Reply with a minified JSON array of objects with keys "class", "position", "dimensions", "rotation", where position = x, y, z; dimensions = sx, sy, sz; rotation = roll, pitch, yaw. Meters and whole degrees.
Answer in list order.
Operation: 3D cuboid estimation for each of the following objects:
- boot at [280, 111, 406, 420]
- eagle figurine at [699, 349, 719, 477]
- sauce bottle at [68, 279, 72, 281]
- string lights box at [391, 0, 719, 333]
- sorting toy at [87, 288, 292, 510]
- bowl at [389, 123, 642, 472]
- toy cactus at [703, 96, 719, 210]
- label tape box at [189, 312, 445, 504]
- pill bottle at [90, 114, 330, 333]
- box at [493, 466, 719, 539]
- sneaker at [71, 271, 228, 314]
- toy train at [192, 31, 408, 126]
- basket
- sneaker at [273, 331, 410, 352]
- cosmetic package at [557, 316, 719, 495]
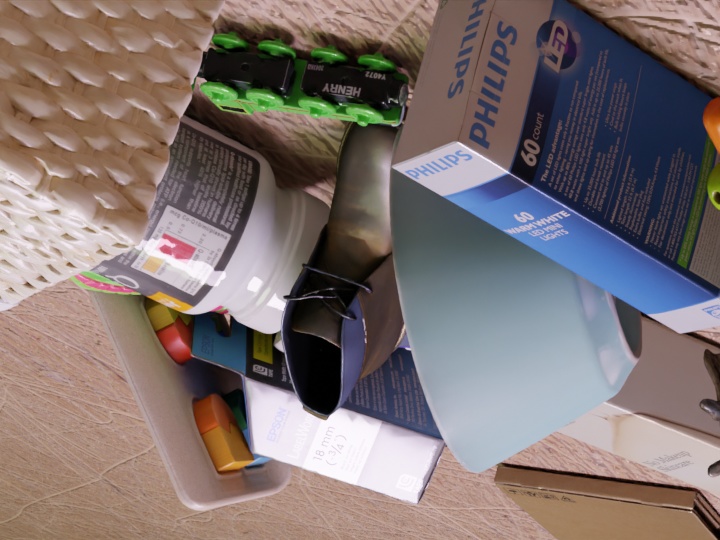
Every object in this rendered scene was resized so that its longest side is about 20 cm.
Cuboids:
[{"class":"boot","position":[0.000,0.000,1.083],"dimensions":[0.074,0.097,0.201],"rotation":[18,135,16]},{"class":"eagle figurine","position":[0.284,0.066,0.948],"dimensions":[0.198,0.152,0.153],"rotation":[-12,128,20]},{"class":"sauce bottle","position":[-0.261,-0.038,1.330],"dimensions":[0.198,0.065,0.065],"rotation":[16,160,9]},{"class":"string lights box","position":[0.120,-0.058,0.907],"dimensions":[0.199,0.104,0.059],"rotation":[28,156,-26]},{"class":"sorting toy","position":[-0.115,0.080,1.317],"dimensions":[0.036,0.187,0.200],"rotation":[-27,171,13]},{"class":"bowl","position":[0.096,0.005,1.006],"dimensions":[0.104,0.203,0.201],"rotation":[-11,152,16]},{"class":"toy cactus","position":[0.222,-0.034,0.863],"dimensions":[0.101,0.202,0.165],"rotation":[-9,-168,21]},{"class":"label tape box","position":[-0.041,0.087,1.349],"dimensions":[0.198,0.064,0.145],"rotation":[19,-158,-11]},{"class":"pill bottle","position":[-0.125,-0.041,1.133],"dimensions":[0.199,0.118,0.116],"rotation":[26,158,-22]},{"class":"box","position":[0.243,0.230,1.667],"dimensions":[0.198,0.021,0.163],"rotation":[4,156,32]},{"class":"sneaker","position":[-0.120,-0.023,1.252],"dimensions":[0.076,0.085,0.199],"rotation":[-26,152,38]},{"class":"toy train","position":[-0.063,-0.109,1.022],"dimensions":[0.198,0.042,0.056],"rotation":[11,169,18]},{"class":"basket","position":[-0.191,-0.113,0.888],"dimensions":[0.199,0.200,0.160],"rotation":[31,154,-33]},{"class":"sneaker","position":[0.032,0.037,1.257],"dimensions":[0.145,0.081,0.200],"rotation":[26,153,-12]},{"class":"cosmetic package","position":[0.241,0.103,1.271],"dimensions":[0.198,0.074,0.104],"rotation":[21,160,-11]}]
